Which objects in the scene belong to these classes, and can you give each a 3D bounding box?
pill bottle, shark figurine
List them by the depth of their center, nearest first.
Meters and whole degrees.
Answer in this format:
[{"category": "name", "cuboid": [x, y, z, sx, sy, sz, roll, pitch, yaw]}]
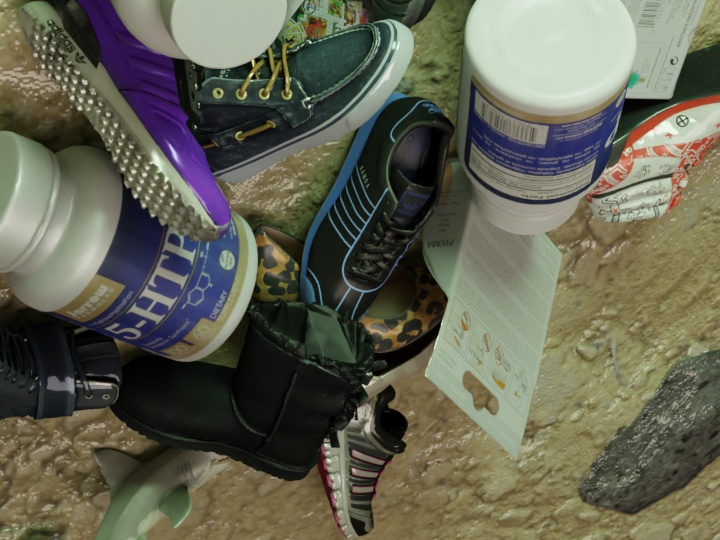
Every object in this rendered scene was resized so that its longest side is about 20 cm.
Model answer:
[{"category": "pill bottle", "cuboid": [-0.110, -0.201, 0.872, 0.110, 0.200, 0.111, -14, 132, -17]}, {"category": "pill bottle", "cuboid": [-0.183, -0.019, 1.029, 0.199, 0.120, 0.120, 24, 113, -39]}, {"category": "pill bottle", "cuboid": [0.130, -0.114, 1.063, 0.119, 0.120, 0.200, -22, 154, -11]}, {"category": "shark figurine", "cuboid": [-0.201, 0.196, 1.222, 0.128, 0.215, 0.090, -31, 101, 38]}]

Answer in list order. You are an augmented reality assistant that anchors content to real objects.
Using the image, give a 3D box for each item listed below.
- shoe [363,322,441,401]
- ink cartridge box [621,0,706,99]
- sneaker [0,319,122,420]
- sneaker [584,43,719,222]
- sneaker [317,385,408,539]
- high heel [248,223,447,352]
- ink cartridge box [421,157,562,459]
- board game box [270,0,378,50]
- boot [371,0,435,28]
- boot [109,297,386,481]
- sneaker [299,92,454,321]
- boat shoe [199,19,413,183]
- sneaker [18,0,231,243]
[{"category": "shoe", "cuboid": [0.012, 0.070, 1.249, 0.199, 0.070, 0.053, -22, 153, -23]}, {"category": "ink cartridge box", "cuboid": [0.174, -0.195, 1.139, 0.199, 0.042, 0.120, -4, 128, -25]}, {"category": "sneaker", "cuboid": [-0.248, 0.057, 1.065, 0.145, 0.077, 0.203, -7, 157, -16]}, {"category": "sneaker", "cuboid": [0.277, -0.116, 1.245, 0.200, 0.067, 0.108, -26, 135, -2]}, {"category": "sneaker", "cuboid": [0.005, 0.167, 1.324, 0.087, 0.074, 0.201, -15, 127, -8]}, {"category": "high heel", "cuboid": [0.000, 0.000, 1.187, 0.199, 0.072, 0.143, -17, 134, -9]}, {"category": "ink cartridge box", "cuboid": [0.099, 0.033, 1.198, 0.162, 0.050, 0.201, 44, 55, -44]}, {"category": "board game box", "cuboid": [-0.030, -0.209, 1.032, 0.104, 0.024, 0.201, -22, 133, -10]}, {"category": "boot", "cuboid": [0.113, -0.249, 1.031, 0.199, 0.066, 0.166, -4, 116, -31]}, {"category": "boot", "cuboid": [-0.091, 0.083, 1.143, 0.197, 0.074, 0.163, 22, 136, -6]}, {"category": "sneaker", "cuboid": [0.013, -0.039, 1.119, 0.070, 0.078, 0.201, 14, 99, -30]}, {"category": "boat shoe", "cuboid": [-0.062, -0.129, 1.008, 0.200, 0.071, 0.091, -28, 137, 33]}, {"category": "sneaker", "cuboid": [-0.131, -0.117, 0.959, 0.099, 0.201, 0.070, -36, 178, -23]}]
